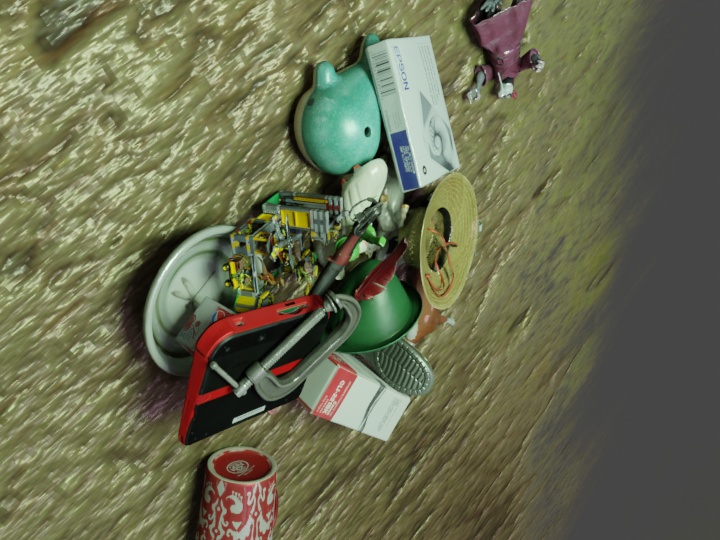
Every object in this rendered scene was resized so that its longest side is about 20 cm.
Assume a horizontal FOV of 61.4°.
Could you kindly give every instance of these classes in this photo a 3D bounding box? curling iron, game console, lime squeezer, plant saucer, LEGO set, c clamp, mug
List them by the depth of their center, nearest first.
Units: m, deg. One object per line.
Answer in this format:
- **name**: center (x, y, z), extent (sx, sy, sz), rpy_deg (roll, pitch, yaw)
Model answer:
- **c clamp**: center (-0.076, 0.094, 0.751), extent (0.199, 0.027, 0.172), rpy_deg (-40, 149, -16)
- **game console**: center (-0.131, 0.121, 0.765), extent (0.197, 0.031, 0.180), rpy_deg (-14, 135, -46)
- **curling iron**: center (-0.033, -0.015, 0.778), extent (0.049, 0.026, 0.201), rpy_deg (-14, 146, -53)
- **plant saucer**: center (-0.209, 0.033, 0.787), extent (0.199, 0.049, 0.204), rpy_deg (-39, 140, -41)
- **LEGO set**: center (-0.082, -0.019, 0.803), extent (0.200, 0.113, 0.158), rpy_deg (-42, 136, -62)
- **lime squeezer**: center (-0.011, -0.023, 0.830), extent (0.037, 0.199, 0.072), rpy_deg (19, 60, -26)
- **mug**: center (-0.193, 0.383, 0.946), extent (0.129, 0.178, 0.206), rpy_deg (7, 102, -6)

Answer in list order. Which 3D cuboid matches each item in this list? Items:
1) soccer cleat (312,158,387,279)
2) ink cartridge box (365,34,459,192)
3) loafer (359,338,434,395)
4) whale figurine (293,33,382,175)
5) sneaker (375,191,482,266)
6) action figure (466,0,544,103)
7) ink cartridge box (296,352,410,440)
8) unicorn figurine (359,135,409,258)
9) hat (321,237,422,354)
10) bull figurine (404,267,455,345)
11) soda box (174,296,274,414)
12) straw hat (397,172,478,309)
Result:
- **soccer cleat**: center (-0.006, -0.072, 0.872), extent (0.068, 0.078, 0.201), rpy_deg (-15, 150, -42)
- **ink cartridge box**: center (0.093, -0.237, 0.891), extent (0.199, 0.040, 0.205), rpy_deg (-35, 113, -53)
- **loafer**: center (0.043, 0.124, 0.988), extent (0.069, 0.198, 0.076), rpy_deg (-9, 132, -61)
- **whale figurine**: center (-0.004, -0.229, 0.844), extent (0.202, 0.103, 0.159), rpy_deg (-57, 134, -11)
- **sneaker**: center (0.126, -0.045, 1.018), extent (0.198, 0.129, 0.081), rpy_deg (-35, 143, -29)
- **action figure**: center (0.237, -0.379, 1.032), extent (0.202, 0.130, 0.152), rpy_deg (67, 19, -51)
- **ink cartridge box**: center (-0.033, 0.179, 0.963), extent (0.199, 0.143, 0.085), rpy_deg (33, 89, -45)
- **unicorn figurine**: center (0.041, -0.106, 0.939), extent (0.138, 0.072, 0.204), rpy_deg (108, 3, -77)
- **hat**: center (0.000, 0.000, 0.881), extent (0.168, 0.195, 0.179), rpy_deg (-78, 153, -52)
- **bull figurine**: center (0.126, 0.061, 1.120), extent (0.120, 0.064, 0.205), rpy_deg (-10, 117, -44)
- **soda box**: center (-0.160, 0.120, 0.813), extent (0.071, 0.062, 0.201), rpy_deg (-57, 149, -18)
- **straw hat**: center (0.103, -0.049, 0.933), extent (0.199, 0.083, 0.207), rpy_deg (-17, 112, -52)
